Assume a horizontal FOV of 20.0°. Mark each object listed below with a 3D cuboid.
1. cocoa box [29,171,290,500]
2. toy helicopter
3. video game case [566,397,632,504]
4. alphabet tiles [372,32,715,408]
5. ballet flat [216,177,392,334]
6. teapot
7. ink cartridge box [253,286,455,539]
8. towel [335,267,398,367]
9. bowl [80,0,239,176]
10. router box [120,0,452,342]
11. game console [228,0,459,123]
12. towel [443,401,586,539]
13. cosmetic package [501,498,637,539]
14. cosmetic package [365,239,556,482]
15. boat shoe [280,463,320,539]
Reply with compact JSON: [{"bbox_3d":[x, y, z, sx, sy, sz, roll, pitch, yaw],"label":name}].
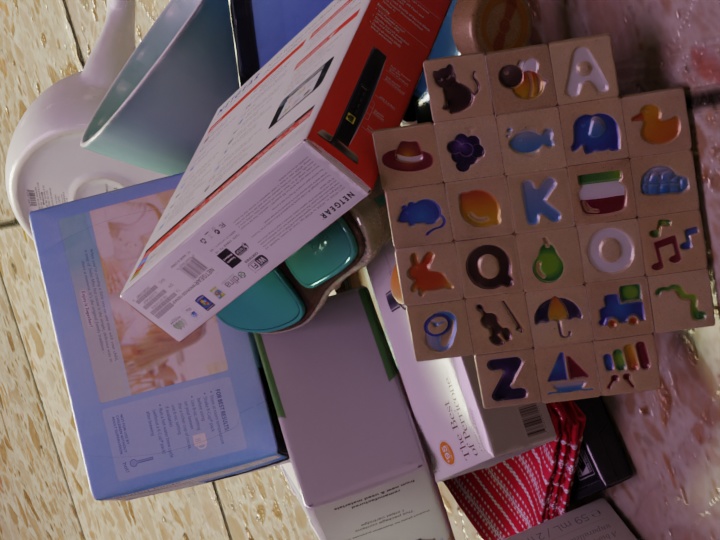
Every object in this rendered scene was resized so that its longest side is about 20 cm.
[{"bbox_3d":[-0.133,0.047,1.392,0.131,0.132,0.201,62,-166,-83],"label":"cocoa box"},{"bbox_3d":[0.074,-0.058,1.134,0.079,0.132,0.202,12,113,55],"label":"toy helicopter"},{"bbox_3d":[0.093,0.060,1.326,0.201,0.025,0.181,67,158,8],"label":"video game case"},{"bbox_3d":[0.099,-0.023,1.089,0.006,0.165,0.201,-71,-28,-68],"label":"alphabet tiles"},{"bbox_3d":[-0.027,-0.009,1.250,0.068,0.062,0.200,58,147,-4],"label":"ballet flat"},{"bbox_3d":[-0.203,-0.099,1.744,0.200,0.197,0.147,-36,27,32],"label":"teapot"},{"bbox_3d":[0.003,0.130,1.355,0.200,0.083,0.145,71,180,-55],"label":"ink cartridge box"},{"bbox_3d":[0.000,0.000,1.458,0.200,0.022,0.148,180,73,-78],"label":"towel"},{"bbox_3d":[-0.099,-0.140,1.442,0.105,0.202,0.201,36,164,-14],"label":"bowl"},{"bbox_3d":[-0.043,-0.074,1.201,0.049,0.180,0.200,38,136,-16],"label":"router box"},{"bbox_3d":[0.001,-0.164,1.252,0.119,0.169,0.201,-93,-2,-61],"label":"game console"},{"bbox_3d":[0.089,0.111,1.316,0.145,0.022,0.201,54,153,37],"label":"towel"},{"bbox_3d":[0.112,0.273,1.218,0.200,0.198,0.123,52,152,38],"label":"cosmetic package"},{"bbox_3d":[0.049,0.021,1.242,0.083,0.050,0.201,-36,70,63],"label":"cosmetic package"},{"bbox_3d":[-0.037,0.153,1.667,0.201,0.072,0.069,57,156,11],"label":"boat shoe"}]
